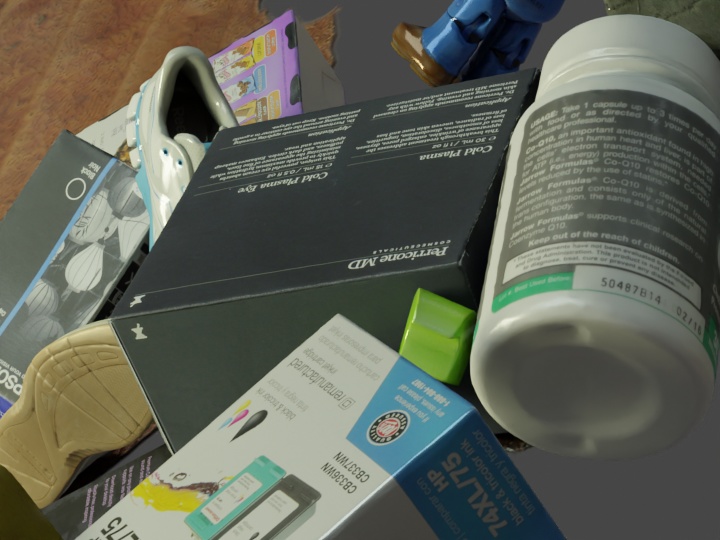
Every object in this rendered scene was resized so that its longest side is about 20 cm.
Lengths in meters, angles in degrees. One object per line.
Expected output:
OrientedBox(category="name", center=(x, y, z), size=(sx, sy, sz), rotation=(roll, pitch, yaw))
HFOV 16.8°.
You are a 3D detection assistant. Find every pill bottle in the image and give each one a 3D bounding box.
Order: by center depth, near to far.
OrientedBox(category="pill bottle", center=(0.120, -0.020, 1.156), size=(0.112, 0.113, 0.201), rotation=(-17, 42, 32))

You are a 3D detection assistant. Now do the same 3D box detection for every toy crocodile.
OrientedBox(category="toy crocodile", center=(-0.005, 0.100, 1.142), size=(0.201, 0.067, 0.062), rotation=(-55, -6, 4))

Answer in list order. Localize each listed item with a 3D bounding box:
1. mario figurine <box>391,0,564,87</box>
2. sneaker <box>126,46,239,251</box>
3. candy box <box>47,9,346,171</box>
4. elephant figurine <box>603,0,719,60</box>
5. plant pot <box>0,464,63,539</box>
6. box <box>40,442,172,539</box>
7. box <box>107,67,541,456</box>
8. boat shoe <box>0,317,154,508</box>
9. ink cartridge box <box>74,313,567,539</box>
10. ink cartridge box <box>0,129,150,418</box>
OrientedBox(category="mario figurine", center=(0.106, -0.196, 1.465), size=(0.200, 0.106, 0.123), rotation=(-49, -16, 14))
OrientedBox(category="sneaker", center=(-0.090, -0.036, 1.390), size=(0.074, 0.201, 0.087), rotation=(-12, -18, -16))
OrientedBox(category="candy box", center=(-0.107, -0.061, 1.567), size=(0.199, 0.072, 0.168), rotation=(-28, 28, 12))
OrientedBox(category="elephant figurine", center=(0.184, -0.152, 1.345), size=(0.199, 0.154, 0.143), rotation=(-22, 61, 45))
OrientedBox(category="plant pot", center=(-0.206, 0.204, 1.113), size=(0.193, 0.196, 0.201), rotation=(-19, 29, 28))
OrientedBox(category="box", center=(-0.117, 0.150, 1.272), size=(0.199, 0.036, 0.143), rotation=(-27, 28, 12))
OrientedBox(category="box", center=(0.000, 0.000, 1.263), size=(0.199, 0.105, 0.183), rotation=(-9, 31, 25))
OrientedBox(category="boat shoe", center=(-0.147, 0.068, 1.357), size=(0.065, 0.072, 0.200), rotation=(-47, 0, -39))
OrientedBox(category="ink cartridge box", center=(-0.020, 0.151, 1.032), size=(0.200, 0.146, 0.147), rotation=(-40, 27, -10))
OrientedBox(category="ink cartridge box", center=(-0.193, 0.022, 1.465), size=(0.099, 0.039, 0.201), rotation=(28, 83, 30))
